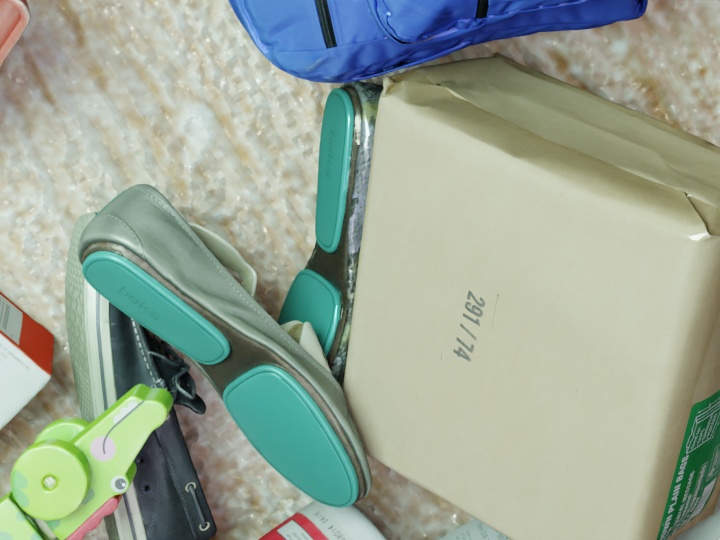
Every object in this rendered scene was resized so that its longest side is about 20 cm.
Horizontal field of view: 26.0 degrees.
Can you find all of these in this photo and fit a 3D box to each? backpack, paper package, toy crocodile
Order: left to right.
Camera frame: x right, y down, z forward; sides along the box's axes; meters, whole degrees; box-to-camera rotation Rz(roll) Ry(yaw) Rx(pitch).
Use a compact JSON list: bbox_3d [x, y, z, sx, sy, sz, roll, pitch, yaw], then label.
[{"bbox_3d":[-0.168,0.130,0.770,0.200,0.068,0.062,-41,96,-2],"label":"toy crocodile"},{"bbox_3d":[0.025,-0.177,0.728,0.198,0.168,0.164,-11,104,0],"label":"backpack"},{"bbox_3d":[0.094,0.021,0.763,0.103,0.190,0.201,-23,131,-45],"label":"paper package"}]

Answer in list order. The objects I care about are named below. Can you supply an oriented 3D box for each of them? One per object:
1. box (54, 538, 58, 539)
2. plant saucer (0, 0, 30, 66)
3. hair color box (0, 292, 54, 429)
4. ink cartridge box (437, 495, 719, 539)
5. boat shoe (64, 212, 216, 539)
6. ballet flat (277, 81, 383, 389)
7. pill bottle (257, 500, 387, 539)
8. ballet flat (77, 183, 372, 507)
[{"bbox_3d":[-0.212,0.239,0.873,0.077,0.095,0.202,5,107,-9],"label":"box"},{"bbox_3d":[-0.264,-0.132,0.719,0.199,0.037,0.199,31,143,-17],"label":"plant saucer"},{"bbox_3d":[-0.269,0.079,0.826,0.200,0.064,0.111,-44,110,6],"label":"hair color box"},{"bbox_3d":[0.160,0.195,0.883,0.199,0.145,0.145,-31,110,4],"label":"ink cartridge box"},{"bbox_3d":[-0.118,0.064,0.837,0.062,0.075,0.202,-13,104,-17],"label":"boat shoe"},{"bbox_3d":[0.000,0.000,0.837,0.071,0.072,0.202,10,109,-11],"label":"ballet flat"},{"bbox_3d":[-0.064,0.220,0.851,0.199,0.112,0.113,-33,111,-16],"label":"pill bottle"},{"bbox_3d":[-0.055,0.034,0.789,0.200,0.064,0.067,46,138,-16],"label":"ballet flat"}]
